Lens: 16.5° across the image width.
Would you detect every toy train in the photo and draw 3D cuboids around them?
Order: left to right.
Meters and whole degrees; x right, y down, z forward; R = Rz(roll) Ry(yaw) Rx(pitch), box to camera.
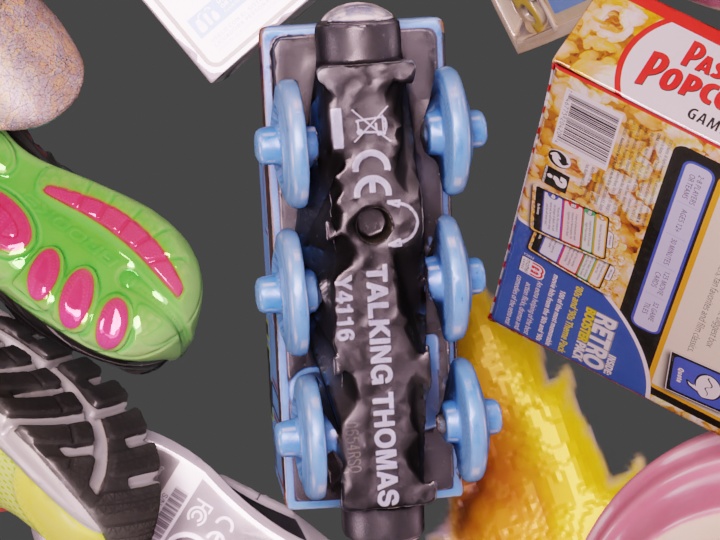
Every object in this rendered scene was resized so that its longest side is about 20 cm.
[{"bbox_3d":[0.000,0.000,0.920,0.086,0.114,0.201,-5,100,-8],"label":"toy train"}]

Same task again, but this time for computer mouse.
[{"bbox_3d":[-0.036,0.127,0.969,0.200,0.044,0.110,34,92,4],"label":"computer mouse"}]

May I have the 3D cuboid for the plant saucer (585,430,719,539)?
[{"bbox_3d":[0.161,0.157,0.926,0.200,0.051,0.202,5,100,28],"label":"plant saucer"}]

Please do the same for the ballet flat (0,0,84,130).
[{"bbox_3d":[-0.187,-0.119,0.908,0.200,0.067,0.068,31,65,19],"label":"ballet flat"}]

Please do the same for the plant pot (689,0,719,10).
[{"bbox_3d":[0.172,-0.186,0.874,0.199,0.200,0.180,7,111,1],"label":"plant pot"}]

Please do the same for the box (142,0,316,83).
[{"bbox_3d":[-0.076,-0.182,0.936,0.117,0.060,0.200,-39,93,5],"label":"box"}]

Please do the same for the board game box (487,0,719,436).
[{"bbox_3d":[0.149,0.005,0.843,0.199,0.152,0.046,28,57,11],"label":"board game box"}]

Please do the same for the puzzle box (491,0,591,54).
[{"bbox_3d":[0.069,-0.153,0.867,0.025,0.200,0.133,-27,94,-16],"label":"puzzle box"}]

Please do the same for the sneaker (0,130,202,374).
[{"bbox_3d":[-0.143,-0.026,0.944,0.077,0.084,0.200,-42,74,-16],"label":"sneaker"}]

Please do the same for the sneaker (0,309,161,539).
[{"bbox_3d":[-0.158,0.059,0.944,0.200,0.078,0.091,37,107,26],"label":"sneaker"}]
